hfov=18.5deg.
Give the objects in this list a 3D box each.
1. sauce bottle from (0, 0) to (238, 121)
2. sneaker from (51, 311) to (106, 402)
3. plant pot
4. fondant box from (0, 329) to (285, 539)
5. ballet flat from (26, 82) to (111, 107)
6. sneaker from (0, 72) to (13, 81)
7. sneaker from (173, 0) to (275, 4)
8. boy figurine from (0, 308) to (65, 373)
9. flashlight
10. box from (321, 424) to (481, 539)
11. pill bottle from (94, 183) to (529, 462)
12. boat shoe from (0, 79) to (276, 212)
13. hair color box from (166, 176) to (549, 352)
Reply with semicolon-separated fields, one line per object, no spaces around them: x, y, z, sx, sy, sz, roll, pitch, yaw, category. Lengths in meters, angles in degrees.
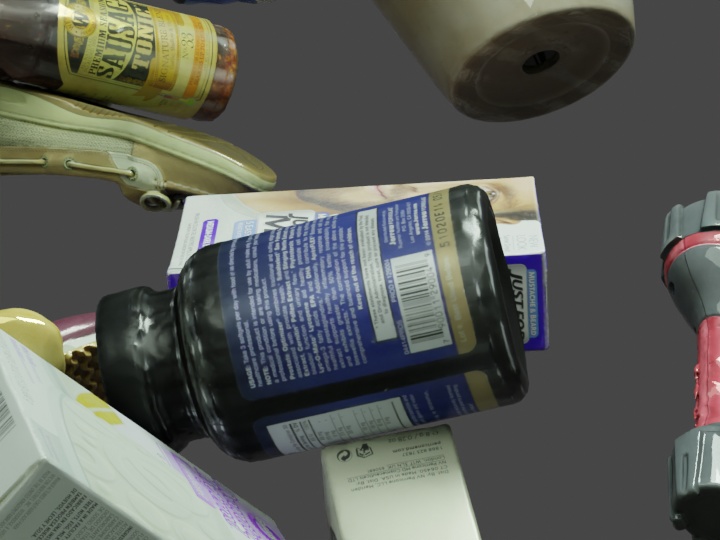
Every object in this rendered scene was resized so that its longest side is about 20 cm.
-0.172;-0.135;1.308;0.200;0.066;0.066;8;39;-30;sauce bottle
-0.217;0.058;1.180;0.200;0.075;0.090;-26;55;-19;sneaker
0.082;-0.191;1.331;0.199;0.200;0.174;-15;64;-9;plant pot
-0.103;0.120;1.004;0.058;0.200;0.144;-47;31;4;fondant box
-0.185;-0.178;1.411;0.067;0.062;0.200;-6;46;0;ballet flat
-0.224;-0.177;1.363;0.200;0.067;0.090;-35;49;21;sneaker
-0.117;-0.248;1.461;0.089;0.079;0.200;-12;47;-9;sneaker
-0.246;0.057;1.106;0.199;0.065;0.124;-14;36;-4;boy figurine
0.186;0.049;1.154;0.068;0.068;0.200;4;46;8;flashlight
0.032;0.175;1.041;0.068;0.082;0.200;-10;45;-5;box
-0.024;0.032;1.095;0.199;0.112;0.112;-13;46;7;pill bottle
-0.145;-0.062;1.304;0.200;0.063;0.073;16;5;15;boat shoe
0.000;0.000;1.201;0.199;0.065;0.109;-2;24;2;hair color box
